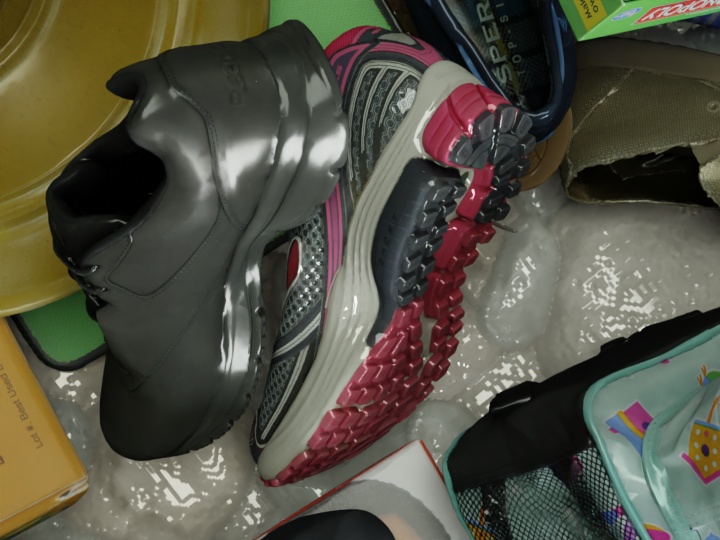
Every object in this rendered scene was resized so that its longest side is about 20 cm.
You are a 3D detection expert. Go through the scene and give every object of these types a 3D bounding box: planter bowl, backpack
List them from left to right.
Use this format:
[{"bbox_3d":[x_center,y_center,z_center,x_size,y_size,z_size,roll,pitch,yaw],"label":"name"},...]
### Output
[{"bbox_3d":[-0.137,-0.088,0.703,0.200,0.201,0.083,-40,50,-11],"label":"planter bowl"},{"bbox_3d":[0.150,0.118,0.720,0.175,0.153,0.202,-19,91,-46],"label":"backpack"}]

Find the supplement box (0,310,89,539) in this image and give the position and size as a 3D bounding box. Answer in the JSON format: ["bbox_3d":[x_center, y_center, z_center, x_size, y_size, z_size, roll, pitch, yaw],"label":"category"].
[{"bbox_3d":[-0.182,0.016,0.752,0.066,0.069,0.201,-26,81,-25],"label":"supplement box"}]

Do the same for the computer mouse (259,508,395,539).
[{"bbox_3d":[-0.054,0.160,0.678,0.200,0.034,0.059,-46,115,-21],"label":"computer mouse"}]

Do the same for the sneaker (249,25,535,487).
[{"bbox_3d":[0.000,0.000,0.737,0.075,0.201,0.080,40,37,24],"label":"sneaker"}]

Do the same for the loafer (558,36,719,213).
[{"bbox_3d":[0.167,-0.044,0.772,0.199,0.076,0.068,9,70,28],"label":"loafer"}]

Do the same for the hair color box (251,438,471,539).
[{"bbox_3d":[0.030,0.178,0.754,0.101,0.061,0.201,-31,84,-8],"label":"hair color box"}]

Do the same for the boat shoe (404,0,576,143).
[{"bbox_3d":[0.039,-0.145,0.711,0.084,0.069,0.201,-28,95,-4],"label":"boat shoe"}]

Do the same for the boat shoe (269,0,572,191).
[{"bbox_3d":[-0.006,-0.092,0.788,0.199,0.065,0.072,25,101,3],"label":"boat shoe"}]

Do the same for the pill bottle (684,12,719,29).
[{"bbox_3d":[0.129,-0.161,0.794,0.198,0.112,0.113,14,79,-3],"label":"pill bottle"}]

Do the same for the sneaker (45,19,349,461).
[{"bbox_3d":[-0.075,-0.007,0.701,0.090,0.201,0.076,-7,45,-31],"label":"sneaker"}]

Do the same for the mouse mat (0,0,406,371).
[{"bbox_3d":[-0.083,-0.072,0.766,0.199,0.008,0.162,-30,94,11],"label":"mouse mat"}]

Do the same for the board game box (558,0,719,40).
[{"bbox_3d":[0.090,-0.186,0.695,0.134,0.029,0.201,-15,77,-36],"label":"board game box"}]
